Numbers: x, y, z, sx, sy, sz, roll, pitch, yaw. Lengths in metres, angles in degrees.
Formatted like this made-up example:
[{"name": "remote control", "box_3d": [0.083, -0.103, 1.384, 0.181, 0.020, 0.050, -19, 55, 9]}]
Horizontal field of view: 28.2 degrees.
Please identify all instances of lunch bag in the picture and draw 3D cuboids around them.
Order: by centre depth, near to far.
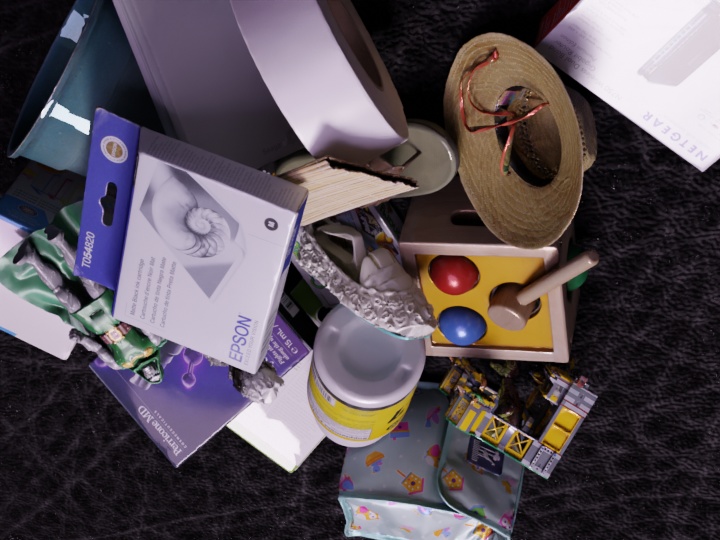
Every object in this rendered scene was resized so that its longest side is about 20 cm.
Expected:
[{"name": "lunch bag", "box_3d": [0.087, 0.217, 1.605, 0.198, 0.172, 0.123, 5, 142, 13]}]

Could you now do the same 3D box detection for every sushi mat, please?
[{"name": "sushi mat", "box_3d": [-0.040, -0.067, 1.250, 0.095, 0.012, 0.199, 11, 167, -30]}]

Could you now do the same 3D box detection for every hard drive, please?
[{"name": "hard drive", "box_3d": [-0.131, -0.183, 1.270, 0.026, 0.131, 0.202, -9, 105, 56]}]

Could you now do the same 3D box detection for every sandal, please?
[{"name": "sandal", "box_3d": [0.005, -0.088, 1.370, 0.199, 0.058, 0.080, -12, 123, 28]}]

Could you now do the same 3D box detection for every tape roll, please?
[{"name": "tape roll", "box_3d": [-0.034, -0.184, 1.231, 0.070, 0.203, 0.203, -28, 122, 11]}]

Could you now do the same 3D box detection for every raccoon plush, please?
[{"name": "raccoon plush", "box_3d": [-0.140, 0.027, 1.364, 0.134, 0.097, 0.200, 48, 171, -34]}]

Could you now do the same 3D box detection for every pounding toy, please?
[{"name": "pounding toy", "box_3d": [0.145, 0.003, 1.400, 0.198, 0.143, 0.185, 2, 134, 17]}]

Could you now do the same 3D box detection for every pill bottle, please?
[{"name": "pill bottle", "box_3d": [0.002, 0.112, 1.490, 0.113, 0.115, 0.200, 17, 158, 1]}]

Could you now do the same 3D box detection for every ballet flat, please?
[{"name": "ballet flat", "box_3d": [0.000, 0.000, 1.391, 0.199, 0.072, 0.072, 33, 152, 44]}]

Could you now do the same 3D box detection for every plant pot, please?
[{"name": "plant pot", "box_3d": [-0.197, -0.153, 1.341, 0.195, 0.202, 0.200, 27, 136, -20]}]

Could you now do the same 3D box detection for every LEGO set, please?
[{"name": "LEGO set", "box_3d": [0.165, 0.118, 1.489, 0.153, 0.200, 0.117, 32, 97, 4]}]

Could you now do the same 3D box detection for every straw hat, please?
[{"name": "straw hat", "box_3d": [0.166, -0.125, 1.294, 0.084, 0.202, 0.202, -14, 147, -31]}]

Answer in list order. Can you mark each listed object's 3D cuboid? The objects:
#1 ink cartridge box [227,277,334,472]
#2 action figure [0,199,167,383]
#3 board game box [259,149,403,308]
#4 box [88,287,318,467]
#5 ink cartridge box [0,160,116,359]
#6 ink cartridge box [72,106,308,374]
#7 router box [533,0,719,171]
[{"name": "ink cartridge box", "box_3d": [-0.072, 0.104, 1.628, 0.147, 0.076, 0.200, 38, 99, -19]}, {"name": "action figure", "box_3d": [-0.251, 0.039, 1.386, 0.117, 0.055, 0.200, -31, 122, 12]}, {"name": "board game box", "box_3d": [-0.031, -0.054, 1.478, 0.125, 0.035, 0.201, -16, 125, 30]}, {"name": "box", "box_3d": [-0.162, 0.084, 1.523, 0.200, 0.104, 0.148, -42, 92, 9]}, {"name": "ink cartridge box", "box_3d": [-0.315, -0.030, 1.496, 0.128, 0.201, 0.126, 25, 118, -7]}, {"name": "ink cartridge box", "box_3d": [-0.159, -0.022, 1.249, 0.198, 0.041, 0.201, 21, 131, 5]}, {"name": "router box", "box_3d": [0.281, -0.202, 1.224, 0.199, 0.049, 0.180, 32, 134, -13]}]
